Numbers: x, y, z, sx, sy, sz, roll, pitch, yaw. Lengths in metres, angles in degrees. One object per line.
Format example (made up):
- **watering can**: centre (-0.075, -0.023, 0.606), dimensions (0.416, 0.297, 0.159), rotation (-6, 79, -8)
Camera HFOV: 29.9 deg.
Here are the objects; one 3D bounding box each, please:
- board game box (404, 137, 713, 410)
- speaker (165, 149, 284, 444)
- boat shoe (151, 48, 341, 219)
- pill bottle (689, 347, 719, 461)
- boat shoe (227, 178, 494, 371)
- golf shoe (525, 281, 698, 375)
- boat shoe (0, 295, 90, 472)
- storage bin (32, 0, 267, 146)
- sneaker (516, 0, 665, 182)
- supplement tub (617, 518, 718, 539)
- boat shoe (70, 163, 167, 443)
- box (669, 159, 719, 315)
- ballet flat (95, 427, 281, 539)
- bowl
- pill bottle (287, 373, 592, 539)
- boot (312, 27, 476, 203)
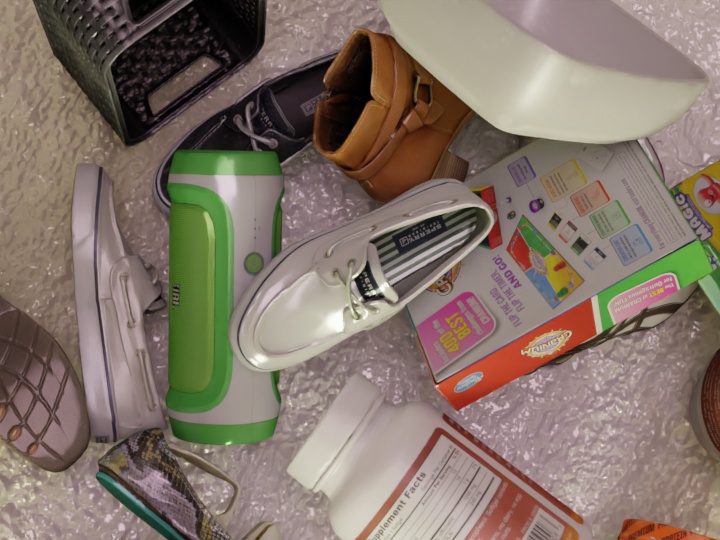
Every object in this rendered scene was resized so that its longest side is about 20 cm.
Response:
- **board game box**: centre (0.122, -0.014, 0.944), dimensions (0.199, 0.040, 0.154), rotation (-29, 48, 10)
- **speaker**: centre (-0.096, 0.016, 0.952), dimensions (0.088, 0.088, 0.202), rotation (1, 95, -5)
- **boat shoe**: centre (-0.069, -0.105, 1.008), dimensions (0.199, 0.068, 0.072), rotation (-29, 83, -10)
- **pill bottle**: centre (0.300, 0.089, 0.935), dimensions (0.111, 0.200, 0.113), rotation (1, 79, -5)
- **boat shoe**: centre (0.000, 0.000, 0.903), dimensions (0.199, 0.067, 0.074), rotation (-38, 109, -10)
- **golf shoe**: centre (0.189, 0.014, 0.995), dimensions (0.199, 0.095, 0.078), rotation (-31, 82, -12)
- **boat shoe**: centre (-0.258, 0.059, 0.957), dimensions (0.074, 0.073, 0.200), rotation (-37, 78, -14)
- **storage bin**: centre (-0.146, -0.184, 0.948), dimensions (0.135, 0.200, 0.094), rotation (-38, 84, -11)
- **sneaker**: centre (0.148, -0.119, 1.026), dimensions (0.099, 0.075, 0.201), rotation (-30, 83, -11)
- **supplement tub**: centre (0.203, 0.282, 0.928), dimensions (0.122, 0.123, 0.202), rotation (17, 78, -1)
- **boat shoe**: centre (-0.172, 0.021, 0.974), dimensions (0.065, 0.072, 0.202), rotation (-5, 80, -10)
- **box**: centre (0.305, -0.037, 1.008), dimensions (0.199, 0.048, 0.118), rotation (-27, 82, -31)
- **ballet flat**: centre (-0.095, 0.187, 0.941), dimensions (0.072, 0.072, 0.200), rotation (-43, 96, -12)
- **bowl**: centre (0.113, -0.151, 0.906), dimensions (0.200, 0.199, 0.075), rotation (46, 121, 36)
- **pill bottle**: centre (0.052, 0.165, 0.936), dimensions (0.199, 0.112, 0.112), rotation (37, 78, 3)
- **boot**: centre (0.033, -0.150, 0.979), dimensions (0.076, 0.155, 0.202), rotation (16, 87, 36)
